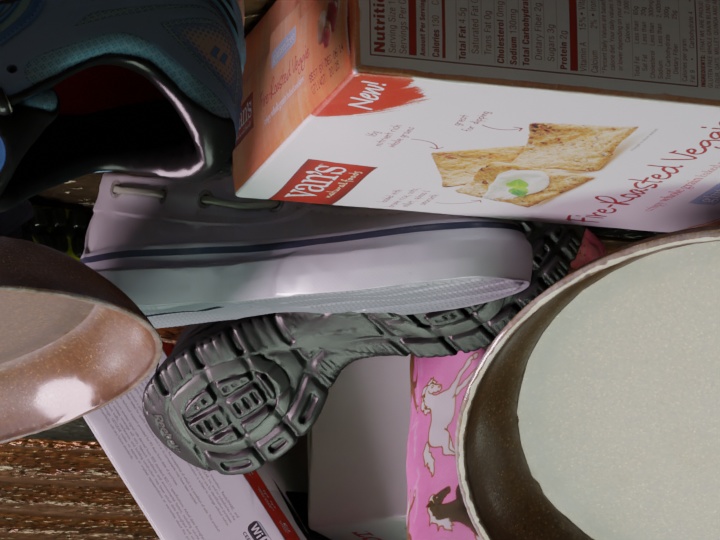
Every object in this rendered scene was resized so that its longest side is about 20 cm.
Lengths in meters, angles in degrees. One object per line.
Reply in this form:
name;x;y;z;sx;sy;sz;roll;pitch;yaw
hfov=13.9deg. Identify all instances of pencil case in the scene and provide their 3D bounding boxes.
pencil case;0.062;0.073;1.169;0.086;0.200;0.083;4;149;-8

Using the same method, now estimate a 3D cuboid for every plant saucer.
plant saucer;-0.169;0.027;1.007;0.200;0.032;0.200;-10;162;-3
plant saucer;0.134;0.058;1.036;0.200;0.032;0.201;3;127;4

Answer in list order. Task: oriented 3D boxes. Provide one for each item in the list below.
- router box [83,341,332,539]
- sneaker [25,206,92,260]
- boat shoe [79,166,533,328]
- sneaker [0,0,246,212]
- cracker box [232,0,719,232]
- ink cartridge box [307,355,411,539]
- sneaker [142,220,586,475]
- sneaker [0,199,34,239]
router box;-0.032;0.131;1.352;0.049;0.200;0.179;-36;168;9
sneaker;-0.186;0.008;1.163;0.085;0.078;0.200;-14;160;42
boat shoe;-0.028;-0.018;1.076;0.200;0.067;0.074;-4;171;33
sneaker;-0.124;-0.062;0.853;0.200;0.090;0.078;0;138;-18
cracker box;0.070;-0.059;0.964;0.200;0.058;0.134;5;164;-17
ink cartridge box;0.091;0.086;1.338;0.200;0.085;0.145;-5;161;22
sneaker;0.000;0.000;1.162;0.200;0.091;0.076;-27;116;21
sneaker;-0.146;-0.041;0.988;0.078;0.080;0.200;1;163;-3
